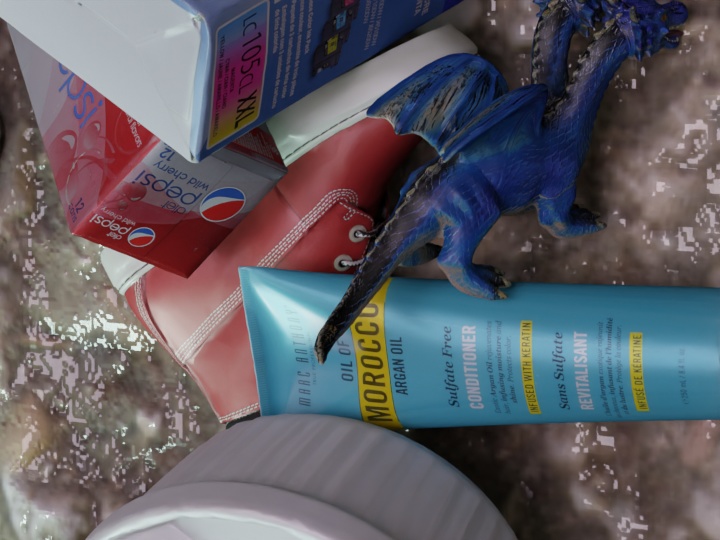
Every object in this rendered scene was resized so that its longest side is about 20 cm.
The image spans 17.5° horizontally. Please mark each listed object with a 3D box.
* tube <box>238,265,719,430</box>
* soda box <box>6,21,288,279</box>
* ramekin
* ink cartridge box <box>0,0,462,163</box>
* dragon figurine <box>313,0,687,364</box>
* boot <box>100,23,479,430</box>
[{"bbox_3d":[0.050,0.033,0.930,0.200,0.050,0.077,-1,104,19],"label":"tube"},{"bbox_3d":[-0.100,-0.094,0.980,0.070,0.063,0.200,-45,45,24],"label":"soda box"},{"bbox_3d":[-0.016,0.148,0.949,0.202,0.094,0.202,14,127,19],"label":"ramekin"},{"bbox_3d":[-0.040,-0.145,0.927,0.136,0.200,0.076,37,139,24],"label":"ink cartridge box"},{"bbox_3d":[0.043,-0.047,0.901,0.059,0.200,0.099,32,142,46],"label":"dragon figurine"},{"bbox_3d":[0.000,0.000,0.979,0.200,0.072,0.144,-37,83,29],"label":"boot"}]
